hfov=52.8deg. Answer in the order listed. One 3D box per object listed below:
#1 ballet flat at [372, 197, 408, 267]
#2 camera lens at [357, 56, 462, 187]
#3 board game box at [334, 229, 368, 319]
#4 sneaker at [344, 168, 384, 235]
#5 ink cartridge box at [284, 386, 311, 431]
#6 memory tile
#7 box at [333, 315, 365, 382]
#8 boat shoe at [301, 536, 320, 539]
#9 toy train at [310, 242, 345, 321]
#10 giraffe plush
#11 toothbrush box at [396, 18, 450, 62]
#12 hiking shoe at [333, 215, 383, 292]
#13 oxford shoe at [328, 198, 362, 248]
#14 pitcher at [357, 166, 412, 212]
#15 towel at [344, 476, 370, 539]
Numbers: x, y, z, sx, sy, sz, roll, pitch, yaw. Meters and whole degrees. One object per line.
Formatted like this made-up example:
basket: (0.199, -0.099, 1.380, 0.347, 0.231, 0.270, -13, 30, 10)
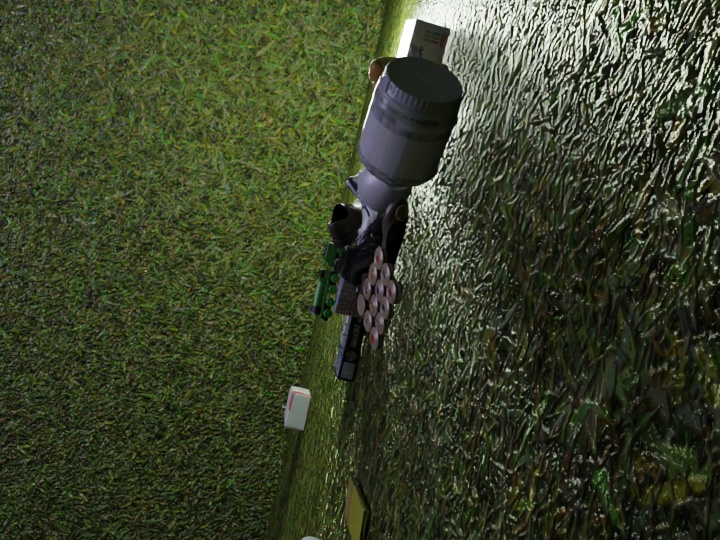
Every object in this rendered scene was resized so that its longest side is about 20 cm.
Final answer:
ballet flat: (0.071, -0.064, 1.584, 0.046, 0.067, 0.201, 46, 130, 42)
camera lens: (0.089, -0.269, 1.340, 0.161, 0.159, 0.201, -84, 10, -45)
board game box: (0.000, 0.000, 1.843, 0.200, 0.096, 0.160, -89, 14, -62)
sneaker: (0.008, -0.172, 1.793, 0.200, 0.129, 0.079, -69, -23, -12)
ink cartridge box: (-0.262, 0.569, 3.007, 0.200, 0.083, 0.146, 175, 108, -83)
memory tile: (0.037, 0.061, 1.575, 0.201, 0.017, 0.154, 108, 153, -42)
box: (-0.027, 0.183, 1.934, 0.161, 0.049, 0.202, -161, 84, -81)
boat shoe: (-0.114, 0.682, 1.630, 0.200, 0.073, 0.066, -98, 26, -74)
toy train: (-0.081, 0.026, 1.818, 0.042, 0.056, 0.202, 170, 113, -83)
giraffe plush: (0.087, -0.352, 1.518, 0.163, 0.171, 0.201, 109, 179, -46)
toothbrush box: (0.137, -0.503, 1.692, 0.200, 0.085, 0.147, -97, 21, -73)
hiking shoe: (0.034, -0.043, 1.685, 0.200, 0.101, 0.076, -45, -9, -1)
oxford shoe: (-0.025, -0.143, 1.828, 0.085, 0.072, 0.200, 65, -151, -23)
pitcher: (0.079, -0.221, 1.611, 0.172, 0.121, 0.200, -51, 4, -18)
towel: (-0.007, 0.468, 1.392, 0.200, 0.018, 0.087, -168, 85, -82)
